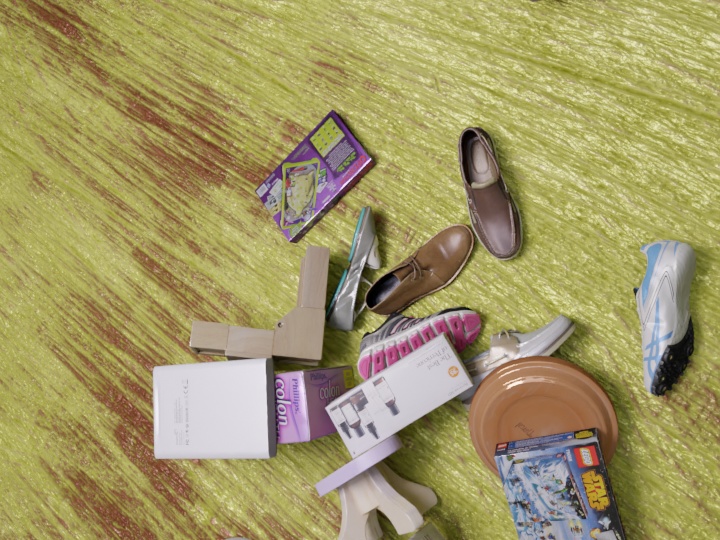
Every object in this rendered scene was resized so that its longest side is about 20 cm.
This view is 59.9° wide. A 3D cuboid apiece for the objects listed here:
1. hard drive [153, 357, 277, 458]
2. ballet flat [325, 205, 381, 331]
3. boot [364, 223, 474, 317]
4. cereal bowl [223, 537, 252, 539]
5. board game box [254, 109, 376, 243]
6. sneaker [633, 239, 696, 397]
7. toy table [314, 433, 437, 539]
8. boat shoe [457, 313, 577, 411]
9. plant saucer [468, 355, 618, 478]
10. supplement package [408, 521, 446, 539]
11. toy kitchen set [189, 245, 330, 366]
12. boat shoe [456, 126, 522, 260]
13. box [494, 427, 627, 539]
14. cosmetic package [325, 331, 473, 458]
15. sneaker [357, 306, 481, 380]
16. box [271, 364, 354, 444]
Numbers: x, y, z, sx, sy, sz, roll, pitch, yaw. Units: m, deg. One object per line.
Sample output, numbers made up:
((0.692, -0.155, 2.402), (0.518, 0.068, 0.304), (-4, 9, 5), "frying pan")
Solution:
((-0.212, 0.199, 0.897), (0.196, 0.027, 0.135), (-7, 81, 23), "hard drive")
((0.000, 0.000, 1.006), (0.063, 0.067, 0.204), (19, 94, -4), "ballet flat")
((0.089, 0.002, 0.952), (0.199, 0.075, 0.074), (-41, 69, 14), "boot")
((-0.213, 0.553, 1.025), (0.196, 0.083, 0.205), (-2, 85, 24), "cereal bowl")
((-0.080, -0.158, 1.066), (0.200, 0.032, 0.121), (-42, 67, 15), "board game box")
((0.395, 0.062, 0.825), (0.072, 0.071, 0.205), (9, 95, 57), "sneaker")
((0.017, 0.328, 0.904), (0.181, 0.200, 0.118), (-25, 75, -21), "toy table")
((0.210, 0.118, 0.888), (0.199, 0.075, 0.069), (-40, 77, 16), "boat shoe")
((0.244, 0.215, 0.846), (0.196, 0.032, 0.205), (5, 108, 16), "plant saucer")
((0.065, 0.474, 0.828), (0.156, 0.110, 0.201), (45, 102, 22), "supplement package")
((-0.160, 0.064, 1.024), (0.195, 0.163, 0.184), (7, 74, -7), "toy kitchen set")
((0.183, -0.115, 0.922), (0.074, 0.075, 0.206), (-21, 77, 20), "boat shoe")
((0.270, 0.317, 0.827), (0.134, 0.040, 0.204), (-15, 99, 21), "box")
((0.055, 0.175, 0.880), (0.198, 0.051, 0.083), (-34, 85, 8), "cosmetic package")
((0.082, 0.095, 0.944), (0.197, 0.088, 0.075), (-23, 120, 1), "sneaker")
((-0.129, 0.211, 0.971), (0.196, 0.175, 0.099), (-12, 80, 21), "box")
